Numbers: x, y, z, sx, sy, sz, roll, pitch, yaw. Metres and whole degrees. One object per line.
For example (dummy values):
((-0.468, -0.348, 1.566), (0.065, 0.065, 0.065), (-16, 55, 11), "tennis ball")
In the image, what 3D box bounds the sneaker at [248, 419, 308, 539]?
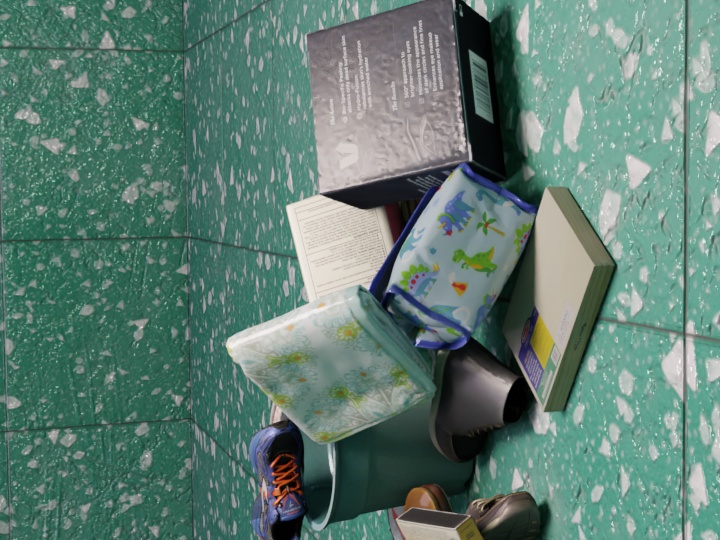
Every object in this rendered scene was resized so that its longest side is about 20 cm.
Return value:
((-0.095, 0.276, 1.600), (0.078, 0.075, 0.202), (-134, 36, -52), "sneaker")

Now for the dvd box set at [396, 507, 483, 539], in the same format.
((0.126, 0.364, 1.425), (0.202, 0.029, 0.146), (62, 156, -6), "dvd box set")

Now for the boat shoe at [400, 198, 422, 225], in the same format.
((0.097, -0.049, 1.578), (0.074, 0.075, 0.202), (113, 150, -46), "boat shoe")

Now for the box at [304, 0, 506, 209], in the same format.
((0.052, -0.191, 1.475), (0.117, 0.198, 0.199), (15, -112, -62), "box")

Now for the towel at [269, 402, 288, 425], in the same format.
((-0.038, 0.165, 1.726), (0.032, 0.189, 0.202), (45, 137, 40), "towel")

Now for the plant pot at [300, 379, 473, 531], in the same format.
((0.030, 0.219, 1.612), (0.200, 0.194, 0.203), (177, 90, -72), "plant pot")

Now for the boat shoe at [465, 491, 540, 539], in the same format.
((0.147, 0.295, 1.453), (0.201, 0.074, 0.074), (114, 149, -52), "boat shoe")

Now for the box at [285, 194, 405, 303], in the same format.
((0.000, 0.000, 1.601), (0.109, 0.126, 0.202), (20, -125, -74), "box")

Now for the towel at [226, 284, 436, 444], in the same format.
((-0.027, 0.109, 1.407), (0.200, 0.170, 0.048), (51, -158, -40), "towel")

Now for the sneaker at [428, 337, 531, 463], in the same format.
((0.140, 0.173, 1.469), (0.106, 0.075, 0.201), (34, 147, 35), "sneaker")

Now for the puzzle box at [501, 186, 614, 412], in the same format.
((0.203, 0.031, 1.328), (0.134, 0.025, 0.202), (-112, 27, -47), "puzzle box")

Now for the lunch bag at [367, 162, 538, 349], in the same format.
((0.097, -0.006, 1.416), (0.171, 0.127, 0.200), (-58, -3, -12), "lunch bag")

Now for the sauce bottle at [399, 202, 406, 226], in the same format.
((0.053, -0.060, 1.692), (0.201, 0.064, 0.065), (63, 152, 27), "sauce bottle")

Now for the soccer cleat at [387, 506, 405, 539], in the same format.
((0.060, 0.282, 1.718), (0.073, 0.068, 0.202), (-32, 62, 28), "soccer cleat")

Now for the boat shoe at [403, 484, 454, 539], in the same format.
((0.103, 0.355, 1.563), (0.070, 0.070, 0.203), (7, 108, 50), "boat shoe")
